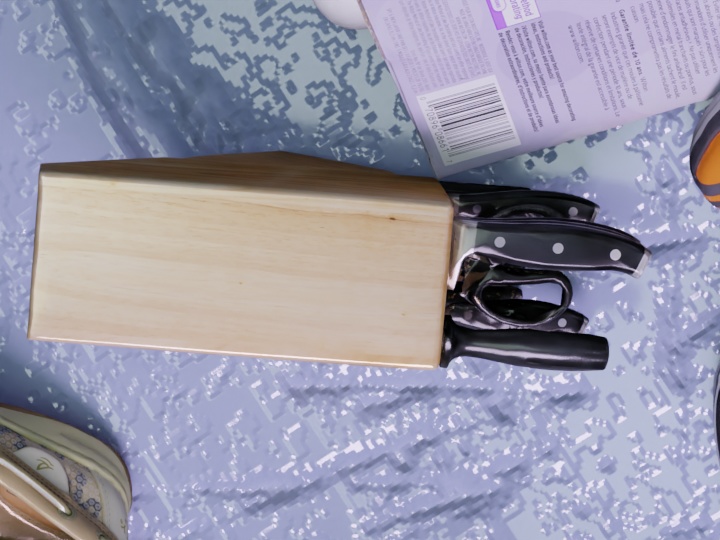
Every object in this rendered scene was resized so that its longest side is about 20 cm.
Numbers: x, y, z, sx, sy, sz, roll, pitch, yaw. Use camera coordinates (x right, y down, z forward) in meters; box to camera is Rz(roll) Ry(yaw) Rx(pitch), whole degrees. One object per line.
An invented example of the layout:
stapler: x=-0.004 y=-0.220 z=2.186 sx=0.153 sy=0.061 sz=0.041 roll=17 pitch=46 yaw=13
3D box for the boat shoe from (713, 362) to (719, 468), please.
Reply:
boat shoe: x=0.177 y=0.123 z=0.977 sx=0.069 sy=0.066 sz=0.202 roll=-9 pitch=96 yaw=12

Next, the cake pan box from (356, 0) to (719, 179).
cake pan box: x=0.086 y=-0.129 z=0.906 sx=0.183 sy=0.053 sz=0.200 roll=-16 pitch=138 yaw=11

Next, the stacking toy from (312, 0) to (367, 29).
stacking toy: x=0.023 y=-0.178 z=0.947 sx=0.145 sy=0.146 sz=0.201 roll=23 pitch=117 yaw=7

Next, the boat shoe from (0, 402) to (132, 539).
boat shoe: x=-0.182 y=0.076 z=1.007 sx=0.199 sy=0.063 sz=0.074 roll=17 pitch=116 yaw=-16

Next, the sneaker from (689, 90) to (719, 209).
sneaker: x=0.197 y=-0.030 z=0.899 sx=0.199 sy=0.077 sz=0.113 roll=-23 pitch=58 yaw=45

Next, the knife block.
knife block: x=0.000 y=0.000 z=0.944 sx=0.175 sy=0.199 sz=0.065 roll=12 pitch=101 yaw=39
